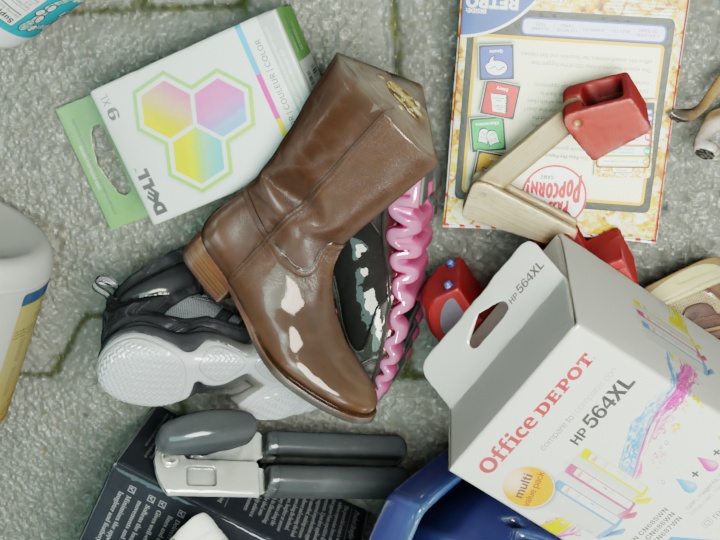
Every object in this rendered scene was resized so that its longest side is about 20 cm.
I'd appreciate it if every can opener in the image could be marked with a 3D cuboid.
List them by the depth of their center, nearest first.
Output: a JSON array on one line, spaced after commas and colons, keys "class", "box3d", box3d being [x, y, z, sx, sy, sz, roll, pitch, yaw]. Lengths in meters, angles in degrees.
[{"class": "can opener", "box3d": [-0.053, 0.138, 0.799, 0.199, 0.053, 0.067, 5, 147, -18]}]

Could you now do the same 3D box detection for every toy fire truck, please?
[{"class": "toy fire truck", "box3d": [0.115, -0.028, 0.721, 0.200, 0.049, 0.141, -25, 114, 22]}]

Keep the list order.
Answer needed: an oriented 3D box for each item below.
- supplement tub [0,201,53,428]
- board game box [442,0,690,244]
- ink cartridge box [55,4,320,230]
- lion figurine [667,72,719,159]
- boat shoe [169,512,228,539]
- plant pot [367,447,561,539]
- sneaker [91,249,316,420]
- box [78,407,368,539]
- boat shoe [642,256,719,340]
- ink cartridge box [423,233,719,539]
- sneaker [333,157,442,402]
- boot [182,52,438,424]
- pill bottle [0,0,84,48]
[{"class": "supplement tub", "box3d": [-0.322, 0.051, 0.799, 0.144, 0.145, 0.200, 23, 109, -1]}, {"class": "board game box", "box3d": [0.138, -0.125, 0.738, 0.151, 0.046, 0.201, 5, 108, 5]}, {"class": "ink cartridge box", "box3d": [-0.122, -0.102, 0.770, 0.199, 0.059, 0.104, -20, 104, 13]}, {"class": "lion figurine", "box3d": [0.313, -0.116, 0.705, 0.199, 0.072, 0.123, 20, 75, 7]}, {"class": "boat shoe", "box3d": [-0.160, 0.234, 0.773, 0.200, 0.071, 0.069, -37, 74, 24]}, {"class": "plant pot", "box3d": [0.095, 0.241, 0.774, 0.179, 0.200, 0.200, 30, 112, 20]}, {"class": "sneaker", "box3d": [-0.104, 0.044, 0.807, 0.200, 0.114, 0.076, 9, 131, -32]}, {"class": "box", "box3d": [-0.116, 0.228, 0.851, 0.200, 0.107, 0.149, 28, 109, -1]}, {"class": "boat shoe", "box3d": [0.182, 0.066, 0.763, 0.200, 0.072, 0.072, -27, 73, 1]}, {"class": "ink cartridge box", "box3d": [0.149, 0.086, 0.676, 0.200, 0.125, 0.129, 31, 114, -10]}, {"class": "sneaker", "box3d": [0.000, 0.000, 0.784, 0.095, 0.079, 0.201, 10, 107, 11]}, {"class": "boot", "box3d": [-0.001, -0.019, 0.714, 0.186, 0.064, 0.200, 45, 112, 0]}, {"class": "pill bottle", "box3d": [-0.222, -0.223, 0.717, 0.200, 0.111, 0.111, -29, 102, 15]}]
